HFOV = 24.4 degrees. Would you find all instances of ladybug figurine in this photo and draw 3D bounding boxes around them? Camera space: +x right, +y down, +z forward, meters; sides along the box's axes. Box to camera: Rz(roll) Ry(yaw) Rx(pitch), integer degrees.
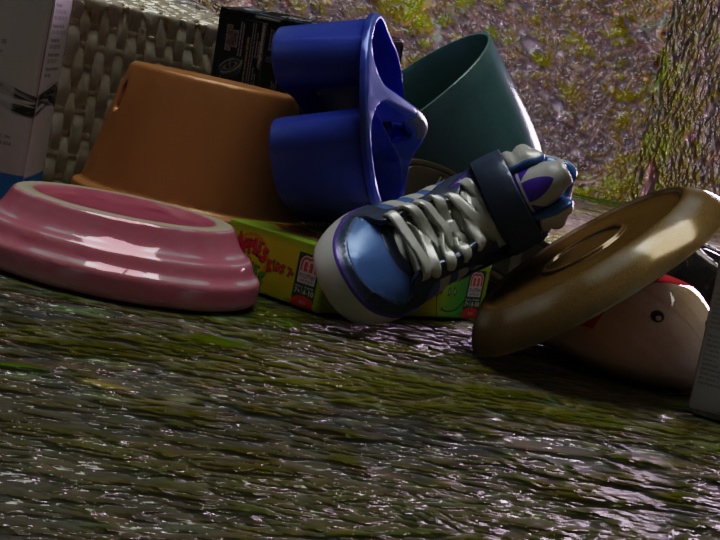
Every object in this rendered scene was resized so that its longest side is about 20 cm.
[{"bbox_3d":[0.195,0.034,1.231,0.134,0.073,0.200,9,7,-23],"label":"ladybug figurine"}]

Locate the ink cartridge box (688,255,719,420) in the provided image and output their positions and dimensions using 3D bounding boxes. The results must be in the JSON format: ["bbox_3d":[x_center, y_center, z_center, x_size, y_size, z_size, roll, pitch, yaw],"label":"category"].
[{"bbox_3d":[0.293,-0.001,1.152,0.043,0.203,0.196,15,8,29],"label":"ink cartridge box"}]

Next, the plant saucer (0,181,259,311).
[{"bbox_3d":[-0.162,-0.020,1.117,0.198,0.051,0.201,12,6,-1],"label":"plant saucer"}]

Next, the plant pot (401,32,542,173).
[{"bbox_3d":[0.077,-0.091,1.512,0.162,0.200,0.201,54,-5,-15],"label":"plant pot"}]

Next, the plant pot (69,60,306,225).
[{"bbox_3d":[-0.129,-0.083,1.322,0.197,0.142,0.200,13,7,-2],"label":"plant pot"}]

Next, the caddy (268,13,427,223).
[{"bbox_3d":[-0.002,-0.108,1.246,0.104,0.143,0.200,-2,-11,9],"label":"caddy"}]

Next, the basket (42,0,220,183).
[{"bbox_3d":[-0.223,-0.162,1.560,0.196,0.203,0.161,8,10,-28],"label":"basket"}]

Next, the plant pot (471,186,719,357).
[{"bbox_3d":[0.156,-0.005,1.130,0.199,0.028,0.200,-30,8,4],"label":"plant pot"}]

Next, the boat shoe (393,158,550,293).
[{"bbox_3d":[0.086,-0.020,1.401,0.199,0.073,0.068,36,-30,-26],"label":"boat shoe"}]

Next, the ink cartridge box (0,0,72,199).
[{"bbox_3d":[-0.296,-0.140,1.214,0.144,0.203,0.084,12,7,0],"label":"ink cartridge box"}]

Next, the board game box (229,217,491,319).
[{"bbox_3d":[0.000,0.000,1.260,0.101,0.048,0.199,18,8,38],"label":"board game box"}]

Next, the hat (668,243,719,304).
[{"bbox_3d":[0.275,0.017,1.383,0.198,0.082,0.201,20,10,-4],"label":"hat"}]

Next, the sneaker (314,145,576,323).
[{"bbox_3d":[0.070,-0.038,1.138,0.146,0.081,0.199,-33,-9,32],"label":"sneaker"}]

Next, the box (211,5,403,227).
[{"bbox_3d":[-0.057,-0.111,1.413,0.159,0.203,0.043,14,13,24],"label":"box"}]
